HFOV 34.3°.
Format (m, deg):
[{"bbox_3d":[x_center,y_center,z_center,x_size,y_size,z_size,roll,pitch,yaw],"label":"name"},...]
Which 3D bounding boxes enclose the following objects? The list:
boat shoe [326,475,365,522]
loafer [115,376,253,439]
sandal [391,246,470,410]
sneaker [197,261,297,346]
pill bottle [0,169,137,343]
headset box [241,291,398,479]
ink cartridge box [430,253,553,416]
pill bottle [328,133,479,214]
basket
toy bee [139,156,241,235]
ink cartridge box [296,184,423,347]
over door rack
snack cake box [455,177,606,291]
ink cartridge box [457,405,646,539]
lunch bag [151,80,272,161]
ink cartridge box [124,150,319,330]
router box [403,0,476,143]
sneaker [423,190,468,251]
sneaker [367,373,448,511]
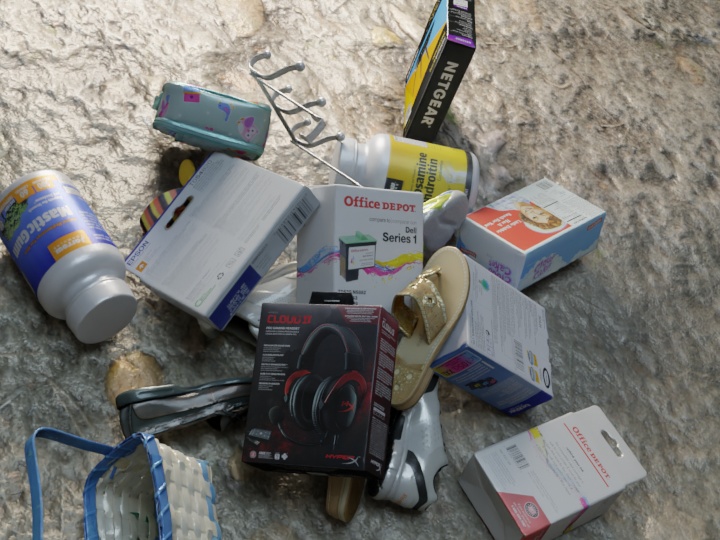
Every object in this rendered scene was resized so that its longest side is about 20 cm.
[{"bbox_3d":[-0.027,0.195,1.359,0.068,0.074,0.202,1,54,9],"label":"boat shoe"},{"bbox_3d":[-0.181,0.163,1.337,0.197,0.072,0.064,-3,72,-24],"label":"loafer"},{"bbox_3d":[0.067,0.053,1.371,0.077,0.070,0.214,7,68,38],"label":"sandal"},{"bbox_3d":[-0.114,0.050,1.455,0.197,0.078,0.101,-6,59,-13],"label":"sneaker"},{"bbox_3d":[-0.349,-0.014,1.391,0.111,0.113,0.201,-22,59,-33],"label":"pill bottle"},{"bbox_3d":[-0.042,0.123,1.297,0.146,0.075,0.203,1,73,19],"label":"headset box"},{"bbox_3d":[0.171,0.090,1.464,0.199,0.076,0.138,30,46,-33],"label":"ink cartridge box"},{"bbox_3d":[0.059,-0.128,1.633,0.197,0.113,0.113,10,48,-10],"label":"pill bottle"},{"bbox_3d":[-0.240,0.253,1.165,0.199,0.139,0.178,26,37,-40],"label":"basket"},{"bbox_3d":[-0.192,-0.103,1.527,0.130,0.109,0.199,38,49,18],"label":"toy bee"},{"bbox_3d":[0.000,0.000,1.431,0.143,0.083,0.204,3,87,-38],"label":"ink cartridge box"},{"bbox_3d":[-0.060,-0.190,1.516,0.066,0.148,0.200,-36,46,-2],"label":"over door rack"},{"bbox_3d":[0.239,-0.052,1.632,0.114,0.068,0.199,35,41,31],"label":"snack cake box"},{"bbox_3d":[0.232,0.250,1.399,0.198,0.068,0.117,-16,58,-28],"label":"ink cartridge box"},{"bbox_3d":[-0.203,-0.199,1.561,0.158,0.200,0.078,13,91,-10],"label":"lunch bag"},{"bbox_3d":[-0.173,-0.042,1.417,0.199,0.041,0.200,25,73,45],"label":"ink cartridge box"},{"bbox_3d":[0.118,-0.311,1.750,0.050,0.201,0.151,13,47,-10],"label":"router box"},{"bbox_3d":[0.047,-0.058,1.563,0.199,0.076,0.105,-37,50,-15],"label":"sneaker"},{"bbox_3d":[0.068,0.199,1.393,0.079,0.074,0.202,27,52,-10],"label":"sneaker"}]
